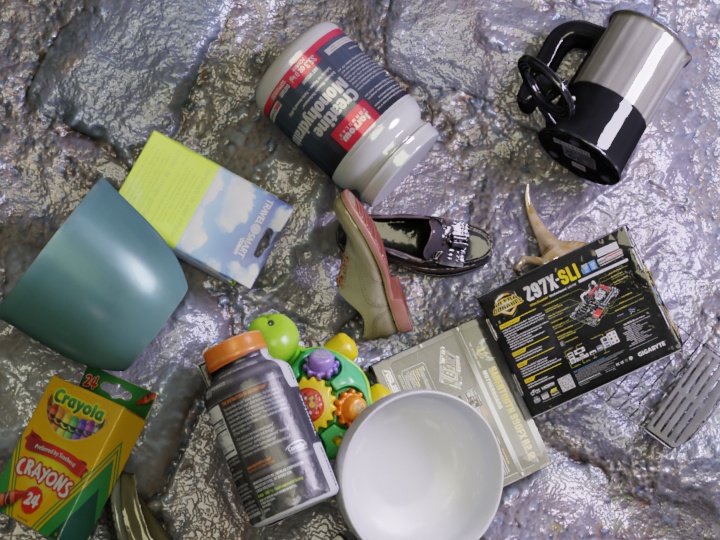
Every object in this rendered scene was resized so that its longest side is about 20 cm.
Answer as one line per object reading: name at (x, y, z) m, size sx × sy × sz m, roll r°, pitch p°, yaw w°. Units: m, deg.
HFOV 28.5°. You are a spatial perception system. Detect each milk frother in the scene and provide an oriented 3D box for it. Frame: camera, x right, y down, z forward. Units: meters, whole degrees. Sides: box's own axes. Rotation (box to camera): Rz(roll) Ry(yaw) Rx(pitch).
milk frother at (0.291, -0.240, 1.734) m, size 0.180 × 0.200 × 0.189 m, roll 31°, pitch 78°, yaw 6°

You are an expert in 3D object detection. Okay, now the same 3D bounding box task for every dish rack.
dish rack at (0.351, 0.113, 1.737) m, size 0.199 × 0.055 × 0.154 m, roll 37°, pitch 80°, yaw 10°

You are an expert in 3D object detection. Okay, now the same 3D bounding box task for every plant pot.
plant pot at (-0.298, 0.019, 1.647) m, size 0.161 × 0.200 × 0.201 m, roll 38°, pitch 79°, yaw -9°

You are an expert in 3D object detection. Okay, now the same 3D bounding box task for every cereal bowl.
cereal bowl at (0.059, 0.233, 1.623) m, size 0.198 × 0.083 × 0.202 m, roll 0°, pitch 89°, yaw -19°

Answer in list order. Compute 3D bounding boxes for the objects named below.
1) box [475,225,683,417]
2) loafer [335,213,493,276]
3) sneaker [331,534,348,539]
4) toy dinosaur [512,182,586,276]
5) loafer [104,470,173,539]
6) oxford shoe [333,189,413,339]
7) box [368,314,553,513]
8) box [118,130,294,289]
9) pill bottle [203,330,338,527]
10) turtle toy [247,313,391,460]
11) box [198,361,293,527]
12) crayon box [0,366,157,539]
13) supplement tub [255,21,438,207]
box at (0.259, 0.061, 1.680) m, size 0.199 × 0.049 × 0.161 m, roll -27°, pitch 84°, yaw 14°
loafer at (0.069, -0.035, 1.745) m, size 0.198 × 0.063 × 0.073 m, roll 6°, pitch 79°, yaw -3°
sneaker at (0.057, 0.332, 1.669) m, size 0.198 × 0.076 × 0.089 m, roll -8°, pitch 80°, yaw -6°
toy dinosaur at (0.241, -0.009, 1.760) m, size 0.101 × 0.058 × 0.200 m, roll -35°, pitch 59°, yaw -10°
loafer at (-0.249, 0.326, 1.656) m, size 0.069 × 0.075 × 0.202 m, roll -13°, pitch 83°, yaw -20°
oxford shoe at (0.000, 0.000, 1.695) m, size 0.073 × 0.071 × 0.201 m, roll -19°, pitch 114°, yaw 7°
box at (0.119, 0.175, 1.717) m, size 0.157 × 0.048 × 0.202 m, roll -24°, pitch 82°, yaw -8°
box at (-0.195, -0.070, 1.740) m, size 0.199 × 0.048 × 0.123 m, roll 28°, pitch 79°, yaw 1°
pill bottle at (-0.106, 0.170, 1.560) m, size 0.105 × 0.106 × 0.202 m, roll -21°, pitch 81°, yaw -8°
turtle toy at (-0.063, 0.138, 1.664) m, size 0.145 × 0.101 × 0.201 m, roll -38°, pitch 79°, yaw 9°
box at (-0.133, 0.201, 1.662) m, size 0.034 × 0.110 × 0.202 m, roll -23°, pitch 81°, yaw -8°
crayon box at (-0.334, 0.208, 1.647) m, size 0.126 × 0.051 × 0.201 m, roll 17°, pitch 75°, yaw 34°
supplement tub at (-0.017, -0.190, 1.729) m, size 0.200 × 0.140 × 0.140 m, roll 43°, pitch 79°, yaw 5°
